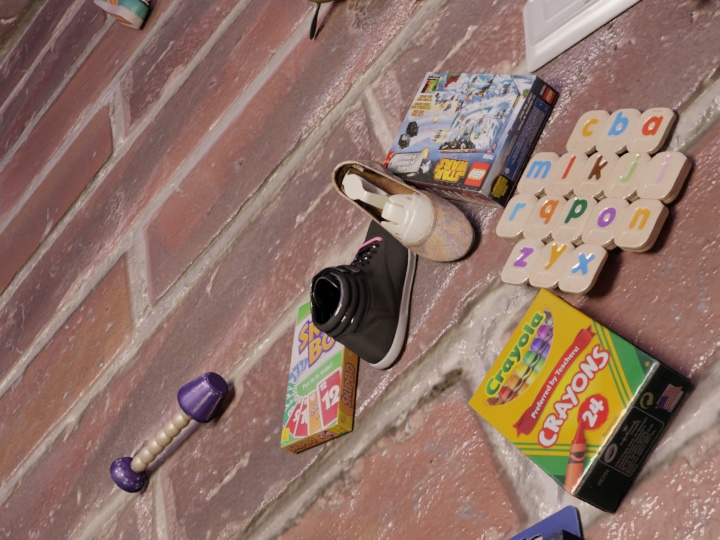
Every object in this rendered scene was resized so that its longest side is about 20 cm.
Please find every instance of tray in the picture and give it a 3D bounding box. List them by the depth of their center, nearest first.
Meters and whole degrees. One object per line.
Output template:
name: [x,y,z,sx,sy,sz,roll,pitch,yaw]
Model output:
tray: [0.242,-0.297,1.269,0.200,0.022,0.107,-31,43,38]

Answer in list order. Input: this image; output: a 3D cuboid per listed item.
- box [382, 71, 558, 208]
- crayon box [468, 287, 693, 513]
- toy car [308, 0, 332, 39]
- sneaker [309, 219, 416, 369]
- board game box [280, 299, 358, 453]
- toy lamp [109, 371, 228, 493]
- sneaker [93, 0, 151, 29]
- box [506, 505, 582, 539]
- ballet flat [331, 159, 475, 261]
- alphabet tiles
box: [0.111,-0.146,1.316,0.200,0.040,0.137,18,79,57]
crayon box: [0.172,0.099,1.031,0.127,0.051,0.200,-59,32,4]
toy car: [-0.073,-0.428,1.691,0.200,0.158,0.164,87,-170,-57]
sneaker: [0.000,0.000,1.302,0.071,0.099,0.200,-32,41,40]
board game box: [-0.040,0.097,1.353,0.096,0.030,0.200,-28,42,40]
toy lamp: [-0.238,0.200,1.518,0.200,0.058,0.058,-43,36,25]
sneaker: [-0.460,-0.531,2.392,0.080,0.071,0.200,-56,37,-1]
box: [0.133,0.290,0.955,0.121,0.032,0.200,-39,37,31]
ballet flat: [0.036,-0.066,1.294,0.200,0.067,0.068,32,104,44]
alphabet tiles: [0.212,-0.066,1.129,0.200,0.015,0.196,8,66,56]
